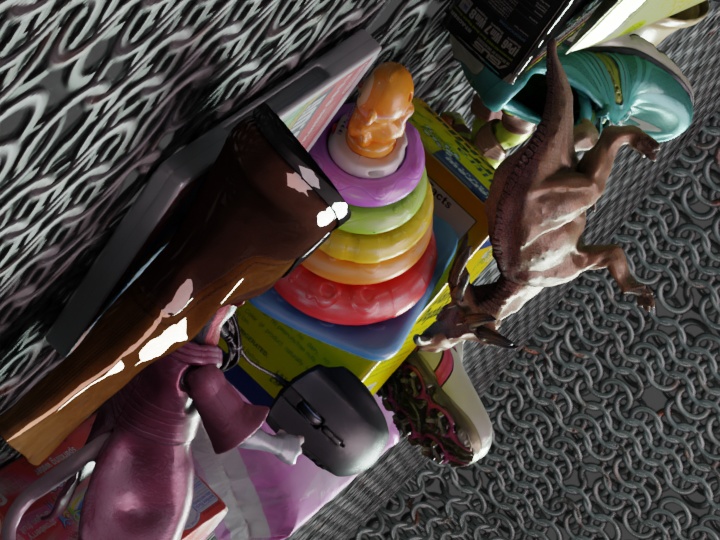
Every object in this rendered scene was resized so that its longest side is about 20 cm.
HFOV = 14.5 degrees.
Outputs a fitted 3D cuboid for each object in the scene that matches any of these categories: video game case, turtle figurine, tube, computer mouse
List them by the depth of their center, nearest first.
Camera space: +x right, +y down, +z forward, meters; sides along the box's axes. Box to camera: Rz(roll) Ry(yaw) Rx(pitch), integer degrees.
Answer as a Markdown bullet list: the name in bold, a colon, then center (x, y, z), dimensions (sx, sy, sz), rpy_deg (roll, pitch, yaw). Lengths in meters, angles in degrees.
- **video game case**: center (-0.075, -0.043, 1.495), dimensions (0.200, 0.017, 0.143), rpy_deg (-38, 169, -50)
- **computer mouse**: center (-0.048, 0.069, 1.708), dimensions (0.059, 0.034, 0.200), rpy_deg (-43, 129, 10)
- **tube**: center (0.193, -0.179, 1.719), dimensions (0.200, 0.052, 0.058), rpy_deg (-31, 127, -53)
- **turtle figurine**: center (0.075, -0.062, 1.900), dimensions (0.200, 0.064, 0.162), rpy_deg (-77, -169, -53)

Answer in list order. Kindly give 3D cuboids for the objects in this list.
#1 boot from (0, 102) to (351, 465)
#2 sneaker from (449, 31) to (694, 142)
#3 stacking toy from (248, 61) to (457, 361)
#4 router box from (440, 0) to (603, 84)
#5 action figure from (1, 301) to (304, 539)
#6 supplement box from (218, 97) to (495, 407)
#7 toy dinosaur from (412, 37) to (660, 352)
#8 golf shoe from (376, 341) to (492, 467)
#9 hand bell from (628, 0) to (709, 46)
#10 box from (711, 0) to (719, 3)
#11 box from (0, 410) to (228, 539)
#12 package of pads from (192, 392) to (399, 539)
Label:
- **boot**: center (-0.105, 0.010, 1.391), dimensions (0.200, 0.069, 0.188), rpy_deg (-38, 179, -11)
- **sneaker**: center (0.136, -0.109, 1.792), dimensions (0.199, 0.080, 0.078), rpy_deg (13, 135, -40)
- **stacking toy**: center (0.001, -0.052, 1.631), dimensions (0.116, 0.109, 0.200), rpy_deg (-59, 169, -33)
- **router box**: center (0.149, -0.215, 1.701), dimensions (0.200, 0.062, 0.150), rpy_deg (-40, 169, -48)
- **action figure**: center (-0.119, 0.071, 1.579), dimensions (0.148, 0.134, 0.201), rpy_deg (-5, 129, -40)
- **supplement box**: center (0.000, 0.000, 1.800), dimensions (0.200, 0.109, 0.109), rpy_deg (-49, 172, 14)
- **toy dinosaur**: center (0.099, -0.028, 1.673), dimensions (0.135, 0.086, 0.201), rpy_deg (-18, 127, -26)
- **golf shoe**: center (0.043, 0.044, 1.911), dimensions (0.092, 0.200, 0.073), rpy_deg (-19, 145, -23)
- **hand bell**: center (0.145, -0.114, 1.901), dimensions (0.104, 0.104, 0.201), rpy_deg (-36, 154, -57)
- **box**: center (0.256, -0.256, 1.613), dimensions (0.148, 0.104, 0.201), rpy_deg (-25, 131, -57)
- **box**: center (-0.176, 0.167, 1.700), dimensions (0.095, 0.103, 0.200), rpy_deg (-50, 173, 23)
- **package of pads**: center (-0.055, 0.107, 1.993), dimensions (0.075, 0.121, 0.200), rpy_deg (-17, -171, 29)
